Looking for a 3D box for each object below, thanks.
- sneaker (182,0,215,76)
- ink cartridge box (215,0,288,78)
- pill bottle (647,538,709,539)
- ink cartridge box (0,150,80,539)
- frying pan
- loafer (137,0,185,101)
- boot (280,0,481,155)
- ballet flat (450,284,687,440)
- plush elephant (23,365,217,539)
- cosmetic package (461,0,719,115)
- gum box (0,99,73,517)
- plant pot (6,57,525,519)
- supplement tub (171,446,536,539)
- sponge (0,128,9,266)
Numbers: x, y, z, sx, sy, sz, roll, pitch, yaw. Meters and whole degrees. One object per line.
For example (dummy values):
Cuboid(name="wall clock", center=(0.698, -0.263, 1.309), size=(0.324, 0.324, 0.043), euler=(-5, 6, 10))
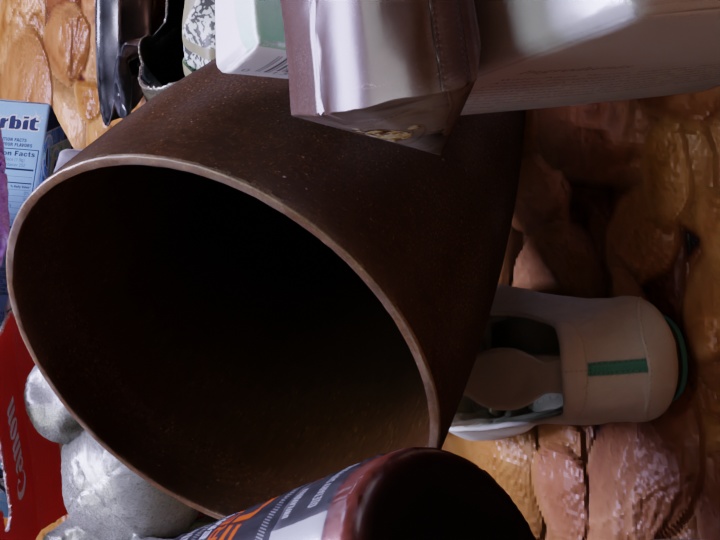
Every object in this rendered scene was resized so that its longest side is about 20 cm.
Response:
Cuboid(name="sneaker", center=(-0.058, -0.055, 1.182), size=(0.089, 0.077, 0.200), euler=(-63, -26, -67))
Cuboid(name="ink cartridge box", center=(0.022, -0.168, 0.933), size=(0.050, 0.161, 0.201), euler=(-17, 72, 62))
Cuboid(name="pill bottle", center=(0.118, 0.208, 0.895), size=(0.120, 0.119, 0.200), euler=(25, 118, 58))
Cuboid(name="ink cartridge box", center=(-0.151, 0.060, 1.284), size=(0.200, 0.050, 0.161), euler=(-81, -8, -48))
Cuboid(name="frying pan", center=(-0.127, -0.137, 1.326), size=(0.190, 0.031, 0.115), euler=(-172, 82, -77))
Cuboid(name="loafer", center=(-0.088, -0.097, 1.265), size=(0.075, 0.070, 0.200), euler=(44, 132, 50))
Cuboid(name="boot", center=(-0.026, -0.131, 0.817), size=(0.186, 0.064, 0.200), euler=(-4, 96, 64))
Cuboid(name="ballet flat", center=(0.058, 0.040, 1.031), size=(0.200, 0.069, 0.070), euler=(-8, 89, 62))
Cuboid(name="plush elephant", center=(-0.090, 0.111, 1.220), size=(0.200, 0.155, 0.165), euler=(-54, 49, 52))
Cuboid(name="cosmetic package", center=(0.093, -0.150, 0.824), size=(0.200, 0.166, 0.168), euler=(-12, 85, 62))
Cuboid(name="gum box", center=(-0.192, 0.027, 1.369), size=(0.170, 0.044, 0.200), euler=(74, -158, -73))
Cuboid(name="plant pot", center=(-0.012, -0.027, 0.994), size=(0.187, 0.200, 0.187), euler=(18, 135, 19))
Cuboid(name="supplement tub", center=(-0.031, 0.142, 0.924), size=(0.200, 0.107, 0.107), euler=(-26, 72, 41))
Cuboid(name="sponge", center=(-0.227, 0.026, 1.259), size=(0.112, 0.030, 0.200), euler=(-105, 35, -50))
